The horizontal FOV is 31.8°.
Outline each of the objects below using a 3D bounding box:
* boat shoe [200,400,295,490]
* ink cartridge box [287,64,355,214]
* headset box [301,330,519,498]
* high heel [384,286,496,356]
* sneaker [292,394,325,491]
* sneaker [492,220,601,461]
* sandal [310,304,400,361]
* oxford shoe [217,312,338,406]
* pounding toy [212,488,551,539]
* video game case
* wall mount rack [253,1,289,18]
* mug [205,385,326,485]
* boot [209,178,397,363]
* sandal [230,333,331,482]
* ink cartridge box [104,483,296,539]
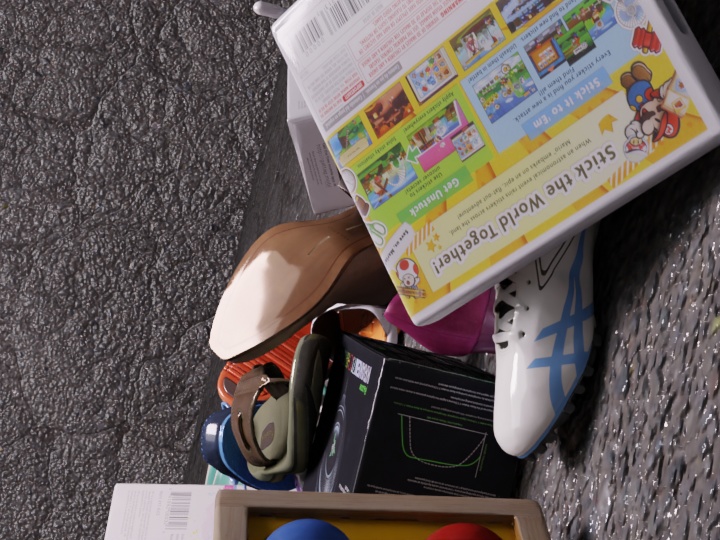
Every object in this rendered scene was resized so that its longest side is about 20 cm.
[{"bbox_3d":[-0.073,0.147,1.033,0.200,0.068,0.085,26,-107,-57],"label":"boat shoe"},{"bbox_3d":[0.035,-0.142,1.003,0.200,0.174,0.084,-94,-10,-60],"label":"ink cartridge box"},{"bbox_3d":[0.018,0.150,0.771,0.174,0.092,0.201,-162,86,-80],"label":"headset box"},{"bbox_3d":[0.054,-0.009,0.772,0.200,0.096,0.068,-105,30,-69],"label":"high heel"},{"bbox_3d":[-0.019,0.177,0.948,0.201,0.080,0.084,-100,15,-46],"label":"sneaker"},{"bbox_3d":[0.089,-0.004,0.655,0.072,0.072,0.201,155,127,-74],"label":"sneaker"},{"bbox_3d":[-0.006,0.053,1.065,0.079,0.059,0.207,-42,32,30],"label":"sandal"},{"bbox_3d":[-0.055,0.086,1.136,0.200,0.071,0.073,-30,-33,-45],"label":"oxford shoe"},{"bbox_3d":[0.027,0.174,0.523,0.200,0.183,0.143,-99,13,-65],"label":"pounding toy"},{"bbox_3d":[0.057,-0.096,0.608,0.200,0.023,0.183,-35,76,39],"label":"video game case"},{"bbox_3d":[0.026,-0.189,0.929,0.075,0.173,0.200,65,172,-30],"label":"wall mount rack"},{"bbox_3d":[-0.084,0.185,1.198,0.185,0.114,0.153,-128,53,-76],"label":"mug"},{"bbox_3d":[0.000,0.000,0.881,0.200,0.146,0.070,-47,59,6],"label":"boot"},{"bbox_3d":[-0.063,0.101,0.862,0.201,0.057,0.080,125,158,-62],"label":"sandal"},{"bbox_3d":[-0.110,0.268,1.064,0.129,0.199,0.126,-87,-2,-45],"label":"ink cartridge box"}]
